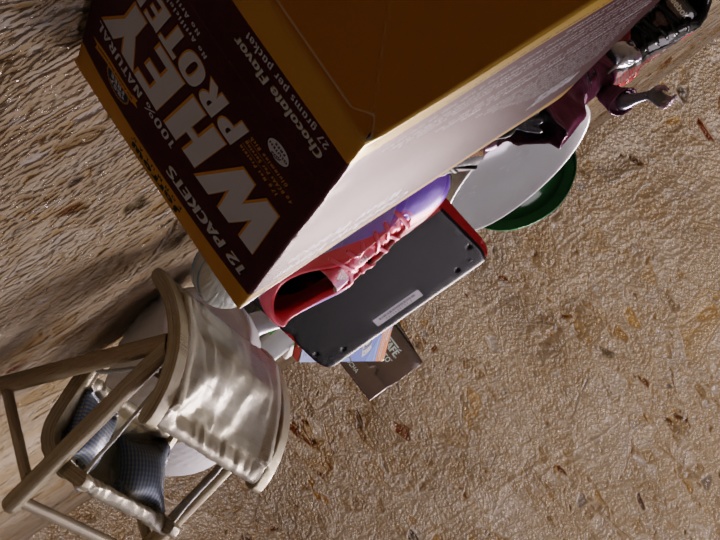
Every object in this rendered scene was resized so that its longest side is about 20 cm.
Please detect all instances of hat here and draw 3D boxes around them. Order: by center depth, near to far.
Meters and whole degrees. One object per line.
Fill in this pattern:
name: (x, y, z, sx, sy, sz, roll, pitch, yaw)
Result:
hat: (0.164, -0.159, 1.840, 0.166, 0.199, 0.176, -46, 139, -9)

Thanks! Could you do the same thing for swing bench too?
swing bench: (-0.176, 0.129, 1.277, 0.199, 0.131, 0.199, -30, 147, 11)

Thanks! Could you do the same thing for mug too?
mug: (-0.146, 0.089, 1.487, 0.198, 0.149, 0.176, -21, 160, -28)

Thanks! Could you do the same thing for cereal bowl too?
cereal bowl: (0.143, -0.135, 1.613, 0.199, 0.084, 0.201, -34, 158, -15)

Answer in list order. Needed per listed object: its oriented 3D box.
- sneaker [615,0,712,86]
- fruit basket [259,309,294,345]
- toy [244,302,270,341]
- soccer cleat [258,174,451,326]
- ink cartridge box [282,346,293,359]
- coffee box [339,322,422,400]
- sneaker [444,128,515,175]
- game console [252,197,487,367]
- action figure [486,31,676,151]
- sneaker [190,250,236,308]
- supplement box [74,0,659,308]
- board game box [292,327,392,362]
sneaker: (0.334, -0.280, 1.764, 0.200, 0.071, 0.098, -36, 177, -19)
fruit basket: (-0.002, -0.020, 1.610, 0.213, 0.157, 0.216, -23, -171, 4)
toy: (-0.130, 0.079, 1.854, 0.115, 0.047, 0.200, -35, -167, 13)
soccer cleat: (-0.004, -0.022, 1.293, 0.199, 0.068, 0.074, -32, -145, 16)
ink cartridge box: (-0.045, 0.031, 2.123, 0.199, 0.085, 0.146, -35, 176, -9)
coffee box: (-0.009, 0.050, 1.824, 0.079, 0.113, 0.200, -35, -151, 3)
sneaker: (0.055, -0.107, 1.220, 0.200, 0.086, 0.081, -40, 145, -36)
game console: (-0.011, -0.017, 1.363, 0.199, 0.177, 0.031, -35, -146, 19)
action figure: (0.202, -0.174, 1.469, 0.199, 0.135, 0.149, -28, 174, -37)
sneaker: (-0.064, -0.051, 1.271, 0.200, 0.072, 0.073, -42, -150, 0)
supplement box: (0.012, -0.114, 0.602, 0.196, 0.134, 0.200, -33, 175, -22)
board game box: (0.000, 0.000, 1.528, 0.102, 0.019, 0.202, 1, 116, -28)
